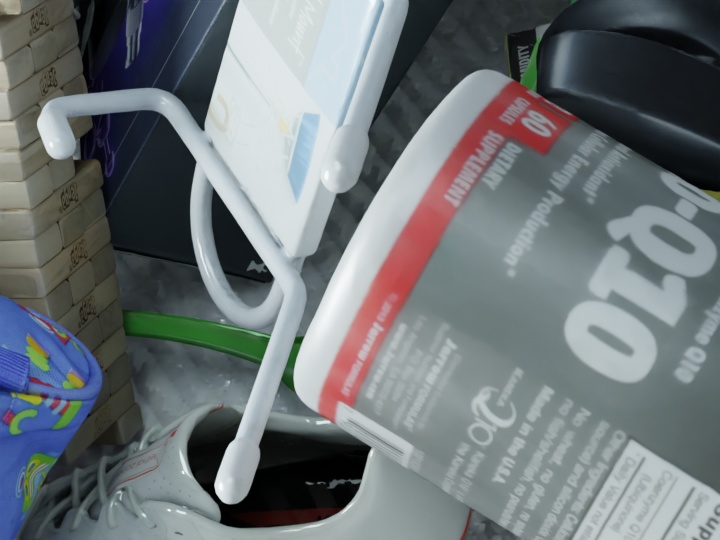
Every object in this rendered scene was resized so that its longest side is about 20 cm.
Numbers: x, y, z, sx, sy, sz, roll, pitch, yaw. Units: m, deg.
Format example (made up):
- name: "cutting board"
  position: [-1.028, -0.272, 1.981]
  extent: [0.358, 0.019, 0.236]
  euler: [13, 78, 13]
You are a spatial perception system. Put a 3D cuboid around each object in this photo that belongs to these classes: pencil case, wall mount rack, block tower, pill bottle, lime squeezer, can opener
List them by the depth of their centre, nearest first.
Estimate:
- name: "pill bottle"
  position: [0.091, 0.038, 0.772]
  extent: [0.199, 0.114, 0.114]
  euler: [31, 68, 7]
- name: "wall mount rack"
  position: [-0.032, -0.040, 0.785]
  extent: [0.074, 0.201, 0.174]
  euler: [-9, 46, -30]
- name: "pencil case"
  position: [-0.147, 0.104, 0.836]
  extent: [0.201, 0.078, 0.087]
  euler: [-69, 21, 8]
- name: "can opener"
  position: [0.147, -0.036, 0.839]
  extent: [0.199, 0.063, 0.079]
  euler: [21, 59, -7]
- name: "block tower"
  position: [-0.122, -0.029, 0.900]
  extent: [0.054, 0.201, 0.058]
  euler: [0, 22, 23]
- name: "lime squeezer"
  position: [0.000, 0.000, 0.912]
  extent: [0.199, 0.038, 0.071]
  euler: [-31, 65, 22]

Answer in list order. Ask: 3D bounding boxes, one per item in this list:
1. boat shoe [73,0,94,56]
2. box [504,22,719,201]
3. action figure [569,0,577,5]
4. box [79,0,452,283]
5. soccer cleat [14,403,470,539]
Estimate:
- name: "boat shoe"
  position: [-0.113, -0.105, 0.938]
  extent: [0.071, 0.201, 0.068]
  euler: [1, 49, -28]
- name: "box"
  position: [0.151, -0.064, 0.904]
  extent: [0.199, 0.050, 0.076]
  euler: [-12, 51, 13]
- name: "action figure"
  position: [0.180, -0.108, 0.861]
  extent: [0.199, 0.055, 0.118]
  euler: [19, 61, 28]
- name: "box"
  position: [-0.031, -0.115, 0.926]
  extent: [0.078, 0.200, 0.142]
  euler: [9, 48, -25]
- name: "soccer cleat"
  position: [-0.063, 0.079, 0.866]
  extent: [0.198, 0.085, 0.069]
  euler: [-9, 53, 16]
